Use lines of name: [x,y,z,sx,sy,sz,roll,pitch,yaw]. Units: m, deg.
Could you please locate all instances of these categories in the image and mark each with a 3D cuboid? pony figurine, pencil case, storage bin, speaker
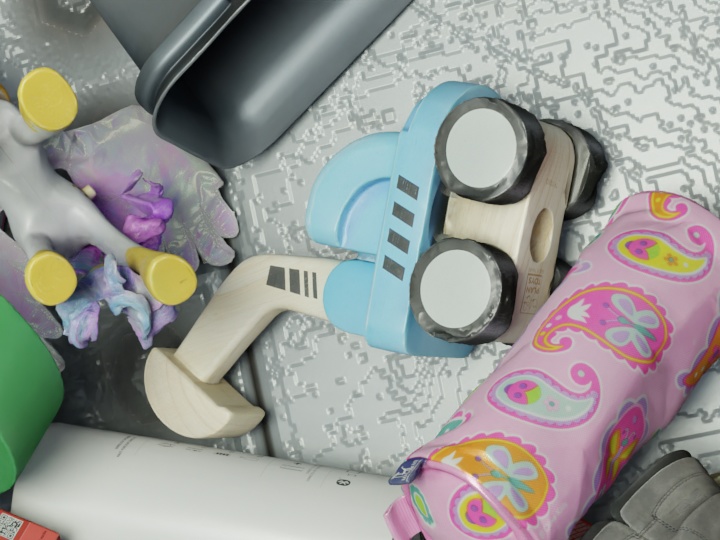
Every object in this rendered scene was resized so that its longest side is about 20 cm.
pony figurine: [-0.147,-0.031,0.990,0.166,0.200,0.194,-38,116,-10]
pencil case: [0.096,0.053,0.941,0.087,0.088,0.200,36,61,13]
storage bin: [-0.057,-0.173,1.011,0.200,0.145,0.134,-46,69,8]
speaker: [-0.069,0.127,1.046,0.199,0.081,0.082,8,93,16]

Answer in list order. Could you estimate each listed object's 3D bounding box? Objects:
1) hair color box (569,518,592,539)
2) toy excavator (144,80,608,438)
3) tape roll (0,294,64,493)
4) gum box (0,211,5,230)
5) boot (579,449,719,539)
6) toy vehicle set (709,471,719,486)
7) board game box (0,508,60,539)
hair color box: [0.123,0.196,0.978,0.199,0.064,0.111,30,105,25]
toy excavator: [0.000,0.000,1.026,0.199,0.100,0.196,12,93,29]
tape roll: [-0.232,0.028,0.967,0.199,0.201,0.048,21,63,16]
gum box: [-0.258,0.020,1.107,0.113,0.066,0.202,11,93,15]
boot: [0.184,0.116,0.922,0.199,0.070,0.132,-32,52,-25]
toy vehicle set: [0.256,0.134,0.975,0.199,0.026,0.125,-17,86,16]
board game box: [-0.227,0.184,0.959,0.102,0.020,0.201,20,56,12]
